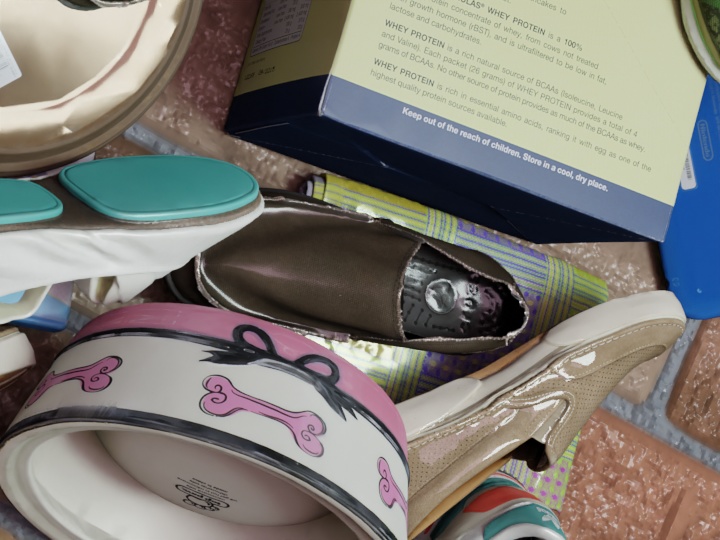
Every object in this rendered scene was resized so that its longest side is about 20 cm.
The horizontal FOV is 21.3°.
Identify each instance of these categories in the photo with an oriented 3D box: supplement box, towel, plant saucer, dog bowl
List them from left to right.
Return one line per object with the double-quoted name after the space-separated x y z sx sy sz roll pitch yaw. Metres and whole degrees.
-0.158 -0.139 0.865 0.199 0.029 0.201 -8 108 -26 "plant saucer"
-0.066 0.089 0.894 0.199 0.200 0.074 29 58 -21 "dog bowl"
0.036 0.041 1.024 0.199 0.023 0.145 17 83 -24 "towel"
0.066 -0.137 0.974 0.199 0.134 0.201 18 83 -23 "supplement box"

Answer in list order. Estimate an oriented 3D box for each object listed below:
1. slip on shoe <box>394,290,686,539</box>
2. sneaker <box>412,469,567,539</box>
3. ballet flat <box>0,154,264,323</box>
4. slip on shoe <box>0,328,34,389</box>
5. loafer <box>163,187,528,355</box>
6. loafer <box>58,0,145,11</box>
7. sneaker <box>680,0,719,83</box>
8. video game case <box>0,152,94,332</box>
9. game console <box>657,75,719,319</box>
0.087 0.074 0.986 0.199 0.076 0.061 -22 71 -19 "slip on shoe"
0.041 0.199 0.980 0.070 0.093 0.201 31 87 -20 "sneaker"
-0.134 -0.012 0.865 0.199 0.069 0.070 -8 94 -41 "ballet flat"
-0.240 0.048 0.838 0.199 0.076 0.061 -17 79 -28 "slip on shoe"
0.000 0.000 0.956 0.199 0.071 0.074 8 87 -24 "loafer"
-0.053 -0.179 0.834 0.199 0.070 0.075 -35 117 -5 "loafer"
0.192 -0.153 0.909 0.077 0.088 0.200 -40 107 -20 "sneaker"
-0.193 -0.082 0.909 0.142 0.018 0.201 13 77 -24 "video game case"
0.246 -0.089 1.117 0.170 0.118 0.201 -11 95 8 "game console"
